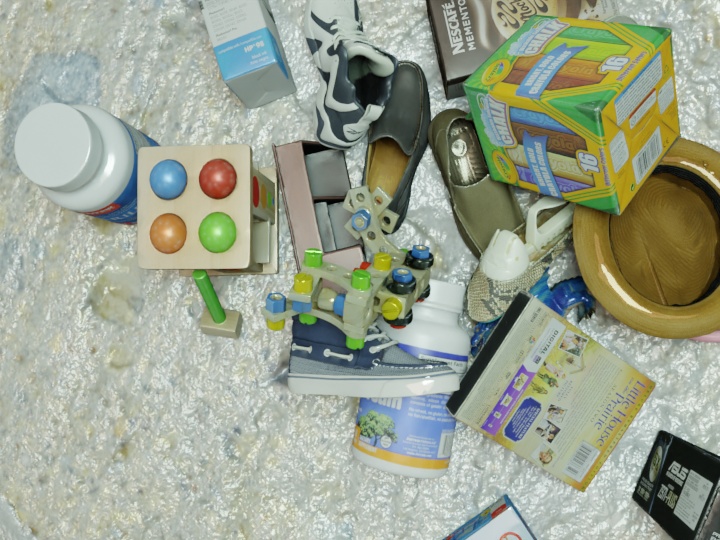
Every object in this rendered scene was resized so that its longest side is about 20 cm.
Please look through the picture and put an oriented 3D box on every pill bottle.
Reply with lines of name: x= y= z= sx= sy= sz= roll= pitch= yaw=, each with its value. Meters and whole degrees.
pill bottle: x=-0.290 y=-0.116 z=0.823 sx=0.109 sy=0.200 sz=0.115 roll=0 pitch=87 yaw=7
pill bottle: x=0.059 y=0.111 z=0.816 sx=0.109 sy=0.112 sz=0.205 roll=10 pitch=88 yaw=7

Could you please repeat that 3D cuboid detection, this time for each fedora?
fedora: x=0.305 y=-0.030 z=0.760 sx=0.195 sy=0.082 sz=0.206 roll=-2 pitch=79 yaw=8

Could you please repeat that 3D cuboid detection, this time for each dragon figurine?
dragon figurine: x=0.204 y=0.032 z=0.829 sx=0.099 sy=0.059 sz=0.201 roll=38 pitch=93 yaw=7

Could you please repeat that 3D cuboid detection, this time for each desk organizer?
desk organizer: x=-0.040 y=-0.048 z=0.857 sx=0.075 sy=0.072 sz=0.205 roll=-12 pitch=86 yaw=3

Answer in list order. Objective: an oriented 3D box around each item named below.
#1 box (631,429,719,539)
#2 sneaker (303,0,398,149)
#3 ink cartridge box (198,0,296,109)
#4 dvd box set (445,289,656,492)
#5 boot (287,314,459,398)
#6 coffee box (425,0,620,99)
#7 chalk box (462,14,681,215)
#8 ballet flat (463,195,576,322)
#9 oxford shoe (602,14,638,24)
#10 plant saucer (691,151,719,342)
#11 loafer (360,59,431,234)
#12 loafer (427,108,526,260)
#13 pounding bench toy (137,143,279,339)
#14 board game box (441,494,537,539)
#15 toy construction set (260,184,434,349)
box: x=0.379 y=0.243 z=0.727 sx=0.161 sy=0.200 sz=0.088 roll=24 pitch=90 yaw=7
sneaker: x=-0.005 y=-0.246 z=0.820 sx=0.078 sy=0.129 sz=0.204 roll=8 pitch=80 yaw=-29
ink cartridge box: x=-0.142 y=-0.304 z=0.858 sx=0.065 sy=0.116 sz=0.204 roll=-18 pitch=86 yaw=5
dvd box set: x=0.204 y=0.131 z=0.788 sx=0.198 sy=0.029 sz=0.148 roll=31 pitch=95 yaw=-22
boot: x=0.005 y=0.077 z=0.745 sx=0.196 sy=0.072 sz=0.093 roll=-4 pitch=84 yaw=32
coffee box: x=0.178 y=-0.279 z=0.837 sx=0.195 sy=0.080 sz=0.116 roll=-14 pitch=86 yaw=5
chalk box: x=0.190 y=-0.161 z=0.733 sx=0.198 sy=0.125 sz=0.125 roll=25 pitch=63 yaw=43
ballet flat: x=0.179 y=-0.032 z=0.784 sx=0.199 sy=0.076 sz=0.068 roll=-38 pitch=50 yaw=-15
oxford shoe: x=0.278 y=-0.165 z=0.797 sx=0.073 sy=0.058 sz=0.204 roll=-9 pitch=117 yaw=3
plant saucer: x=0.378 y=-0.025 z=0.817 sx=0.195 sy=0.051 sz=0.206 roll=0 pitch=88 yaw=7
loafer: x=0.040 y=-0.144 z=0.850 sx=0.071 sy=0.072 sz=0.205 roll=7 pitch=87 yaw=8
loafer: x=0.131 y=-0.087 z=0.834 sx=0.075 sy=0.067 sz=0.203 roll=-29 pitch=91 yaw=5
pounding bench toy: x=-0.165 y=-0.024 z=0.826 sx=0.121 sy=0.156 sz=0.205 roll=-1 pitch=87 yaw=6
board game box: x=0.141 y=0.391 z=0.820 sx=0.194 sy=0.056 sz=0.202 roll=-35 pitch=84 yaw=3
toy construction set: x=0.000 y=0.000 z=0.735 sx=0.128 sy=0.201 sz=0.094 roll=12 pitch=131 yaw=17
